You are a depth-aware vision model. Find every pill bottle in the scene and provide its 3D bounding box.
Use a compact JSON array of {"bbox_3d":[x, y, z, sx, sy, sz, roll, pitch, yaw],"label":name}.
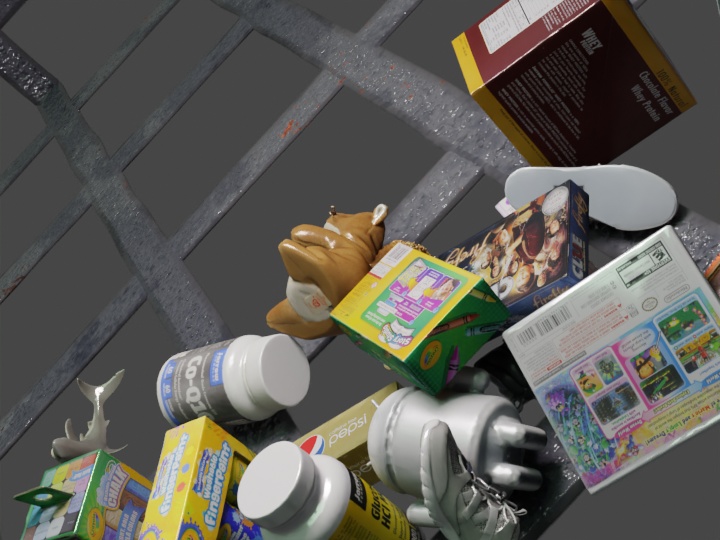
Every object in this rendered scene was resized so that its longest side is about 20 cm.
[{"bbox_3d":[-0.169,0.149,1.518,0.199,0.114,0.114,-17,43,39],"label":"pill bottle"},{"bbox_3d":[-0.029,0.260,1.161,0.112,0.200,0.113,-29,37,25],"label":"pill bottle"}]

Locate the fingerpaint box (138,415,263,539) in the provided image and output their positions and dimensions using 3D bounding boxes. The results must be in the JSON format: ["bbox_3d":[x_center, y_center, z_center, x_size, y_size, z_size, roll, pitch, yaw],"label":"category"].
[{"bbox_3d":[-0.165,0.299,1.308,0.073,0.167,0.201,-24,39,31],"label":"fingerpaint box"}]

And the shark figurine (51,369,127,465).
[{"bbox_3d":[-0.394,0.252,1.727,0.089,0.129,0.215,-9,24,9],"label":"shark figurine"}]

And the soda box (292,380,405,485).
[{"bbox_3d":[-0.014,0.213,1.316,0.199,0.068,0.064,-34,34,20],"label":"soda box"}]

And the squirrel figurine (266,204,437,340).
[{"bbox_3d":[0.000,0.000,1.484,0.199,0.142,0.187,19,38,19],"label":"squirrel figurine"}]

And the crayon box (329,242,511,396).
[{"bbox_3d":[0.058,0.047,1.216,0.119,0.058,0.200,-46,25,-8],"label":"crayon box"}]

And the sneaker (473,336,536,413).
[{"bbox_3d":[0.173,0.068,1.246,0.114,0.075,0.201,-38,34,16],"label":"sneaker"}]

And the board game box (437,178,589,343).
[{"bbox_3d":[0.159,0.002,1.230,0.200,0.035,0.136,-32,36,38],"label":"board game box"}]

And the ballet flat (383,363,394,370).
[{"bbox_3d":[0.091,0.043,1.376,0.200,0.071,0.071,-37,34,16],"label":"ballet flat"}]

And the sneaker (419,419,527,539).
[{"bbox_3d":[0.114,0.224,1.069,0.081,0.201,0.075,-21,13,14],"label":"sneaker"}]

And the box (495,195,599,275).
[{"bbox_3d":[0.220,-0.034,1.332,0.039,0.041,0.200,-42,34,7],"label":"box"}]

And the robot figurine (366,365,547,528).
[{"bbox_3d":[0.090,0.181,1.170,0.199,0.113,0.171,4,77,35],"label":"robot figurine"}]

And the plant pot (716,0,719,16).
[{"bbox_3d":[0.491,-0.360,1.242,0.187,0.200,0.201,-6,49,26],"label":"plant pot"}]

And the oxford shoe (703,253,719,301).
[{"bbox_3d":[0.359,0.031,1.095,0.200,0.071,0.073,-44,53,13],"label":"oxford shoe"}]

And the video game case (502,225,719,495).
[{"bbox_3d":[0.260,0.087,1.087,0.199,0.024,0.183,-35,69,19],"label":"video game case"}]

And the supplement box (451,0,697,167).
[{"bbox_3d":[0.254,-0.238,1.362,0.199,0.197,0.133,-35,35,19],"label":"supplement box"}]

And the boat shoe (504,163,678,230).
[{"bbox_3d":[0.268,-0.085,1.301,0.198,0.068,0.074,2,97,29],"label":"boat shoe"}]

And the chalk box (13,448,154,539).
[{"bbox_3d":[-0.349,0.320,1.465,0.124,0.200,0.124,-22,40,33],"label":"chalk box"}]
